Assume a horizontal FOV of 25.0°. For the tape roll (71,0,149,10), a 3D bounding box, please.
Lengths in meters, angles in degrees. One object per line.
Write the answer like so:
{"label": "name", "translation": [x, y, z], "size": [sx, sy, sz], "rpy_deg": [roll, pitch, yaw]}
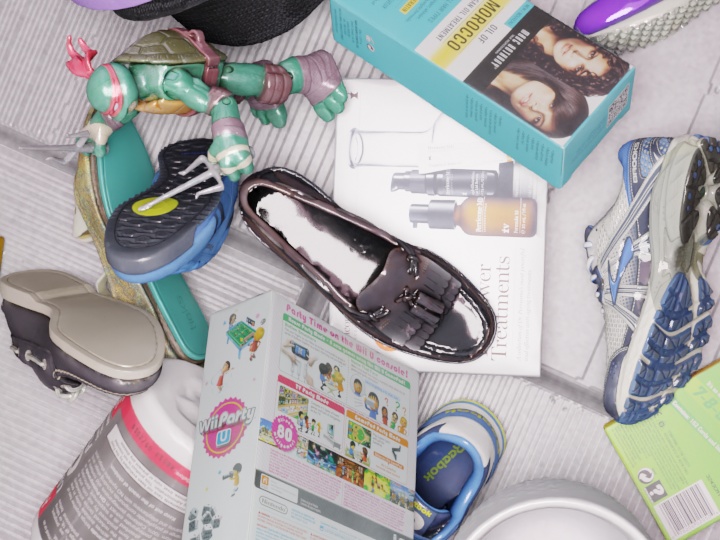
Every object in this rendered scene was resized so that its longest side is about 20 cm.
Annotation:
{"label": "tape roll", "translation": [-0.137, -0.267, 1.069], "size": [0.199, 0.201, 0.066], "rpy_deg": [-36, 131, 4]}

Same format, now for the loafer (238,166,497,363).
{"label": "loafer", "translation": [0.000, 0.000, 1.078], "size": [0.199, 0.063, 0.072], "rpy_deg": [34, 95, 6]}

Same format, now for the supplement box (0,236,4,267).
{"label": "supplement box", "translation": [-0.338, 0.065, 1.081], "size": [0.131, 0.200, 0.200], "rpy_deg": [8, 91, 3]}

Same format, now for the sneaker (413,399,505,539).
{"label": "sneaker", "translation": [0.023, 0.175, 1.118], "size": [0.074, 0.082, 0.201], "rpy_deg": [36, 95, 1]}

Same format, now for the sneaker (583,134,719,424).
{"label": "sneaker", "translation": [0.193, 0.003, 1.110], "size": [0.085, 0.077, 0.202], "rpy_deg": [18, 97, 44]}

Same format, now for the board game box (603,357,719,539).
{"label": "board game box", "translation": [0.278, 0.100, 1.127], "size": [0.199, 0.030, 0.096], "rpy_deg": [-30, 89, 6]}

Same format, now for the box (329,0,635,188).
{"label": "box", "translation": [0.079, -0.145, 1.084], "size": [0.199, 0.049, 0.082], "rpy_deg": [35, 68, 21]}

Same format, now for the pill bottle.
{"label": "pill bottle", "translation": [-0.154, 0.167, 1.103], "size": [0.110, 0.111, 0.201], "rpy_deg": [39, 109, 3]}

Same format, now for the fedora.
{"label": "fedora", "translation": [-0.073, -0.218, 1.099], "size": [0.200, 0.201, 0.092], "rpy_deg": [-37, 131, 4]}

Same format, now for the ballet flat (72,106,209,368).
{"label": "ballet flat", "translation": [-0.166, -0.015, 1.141], "size": [0.070, 0.071, 0.202], "rpy_deg": [-22, 88, 4]}

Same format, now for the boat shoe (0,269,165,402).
{"label": "boat shoe", "translation": [-0.187, 0.054, 1.092], "size": [0.072, 0.199, 0.063], "rpy_deg": [-9, 111, -32]}

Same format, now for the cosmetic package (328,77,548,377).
{"label": "cosmetic package", "translation": [0.055, -0.030, 1.129], "size": [0.149, 0.052, 0.203], "rpy_deg": [2, 91, 7]}

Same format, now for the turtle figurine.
{"label": "turtle figurine", "translation": [-0.114, -0.108, 1.059], "size": [0.149, 0.199, 0.102], "rpy_deg": [23, 118, 43]}

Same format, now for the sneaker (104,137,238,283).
{"label": "sneaker", "translation": [-0.118, -0.022, 1.068], "size": [0.065, 0.200, 0.079], "rpy_deg": [2, 112, 6]}

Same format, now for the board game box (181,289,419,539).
{"label": "board game box", "translation": [-0.034, 0.136, 1.032], "size": [0.064, 0.147, 0.202], "rpy_deg": [-21, 52, 38]}

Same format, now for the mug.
{"label": "mug", "translation": [0.115, 0.233, 1.065], "size": [0.146, 0.175, 0.202], "rpy_deg": [23, 93, 3]}

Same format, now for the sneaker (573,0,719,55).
{"label": "sneaker", "translation": [0.219, -0.229, 1.111], "size": [0.199, 0.070, 0.100], "rpy_deg": [-32, 82, 0]}
